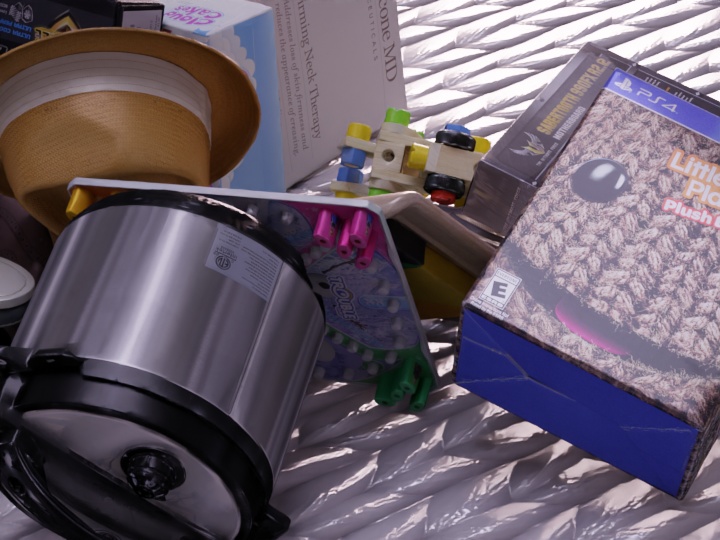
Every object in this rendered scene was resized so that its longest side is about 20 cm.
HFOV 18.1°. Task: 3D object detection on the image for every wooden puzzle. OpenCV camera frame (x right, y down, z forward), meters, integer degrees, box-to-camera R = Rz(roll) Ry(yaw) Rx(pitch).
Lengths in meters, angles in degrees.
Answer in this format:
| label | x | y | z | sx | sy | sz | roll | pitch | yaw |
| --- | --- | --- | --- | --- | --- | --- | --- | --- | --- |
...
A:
| label | x | y | z | sx | sy | sz | roll | pitch | yaw |
| --- | --- | --- | --- | --- | --- | --- | --- | --- | --- |
| wooden puzzle | 0.000 | 0.000 | 1.439 | 0.185 | 0.037 | 0.200 | -6 | -19 | 33 |

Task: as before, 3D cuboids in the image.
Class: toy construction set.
| label | x | y | z | sx | sy | sz | roll | pitch | yaw |
| --- | --- | --- | --- | --- | --- | --- | --- | --- | --- |
| toy construction set | 0.082 | -0.067 | 1.633 | 0.200 | 0.092 | 0.131 | -1 | -9 | -7 |

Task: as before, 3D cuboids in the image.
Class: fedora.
| label | x | y | z | sx | sy | sz | roll | pitch | yaw |
| --- | --- | --- | --- | --- | --- | --- | --- | --- | --- |
| fedora | -0.158 | -0.070 | 1.422 | 0.200 | 0.201 | 0.082 | -8 | 56 | -4 |

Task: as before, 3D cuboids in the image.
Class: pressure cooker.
| label | x | y | z | sx | sy | sz | roll | pitch | yaw |
| --- | --- | --- | --- | --- | --- | --- | --- | --- | --- |
| pressure cooker | -0.125 | 0.075 | 1.301 | 0.176 | 0.179 | 0.200 | 6 | 52 | 14 |

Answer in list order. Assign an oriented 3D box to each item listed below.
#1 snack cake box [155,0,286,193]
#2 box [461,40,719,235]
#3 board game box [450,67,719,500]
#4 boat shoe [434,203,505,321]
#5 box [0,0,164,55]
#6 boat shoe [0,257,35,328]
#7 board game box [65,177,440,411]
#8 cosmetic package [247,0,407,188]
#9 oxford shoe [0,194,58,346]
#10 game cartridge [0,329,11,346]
| label | x | y | z | sx | sy | sz | roll | pitch | yaw |
| --- | --- | --- | --- | --- | --- | --- | --- | --- | --- |
| snack cake box | -0.117 | -0.095 | 1.596 | 0.115 | 0.200 | 0.067 | 20 | 35 | 38 |
| box | 0.181 | -0.066 | 1.532 | 0.158 | 0.048 | 0.200 | 26 | 38 | 13 |
| board game box | 0.172 | 0.006 | 1.363 | 0.159 | 0.097 | 0.200 | 27 | 62 | 13 |
| boat shoe | 0.088 | -0.003 | 1.546 | 0.200 | 0.075 | 0.073 | 23 | 29 | 26 |
| box | -0.231 | -0.109 | 1.581 | 0.200 | 0.199 | 0.050 | 20 | 16 | 37 |
| boat shoe | -0.293 | 0.029 | 1.467 | 0.200 | 0.062 | 0.073 | -1 | 24 | 24 |
| board game box | -0.065 | 0.019 | 1.405 | 0.200 | 0.200 | 0.026 | 5 | 56 | 18 |
| cosmetic package | -0.093 | -0.175 | 1.769 | 0.166 | 0.167 | 0.200 | 17 | 37 | 36 |
| oxford shoe | -0.227 | 0.014 | 1.493 | 0.072 | 0.071 | 0.200 | -9 | 51 | -23 |
| game cartridge | -0.266 | 0.029 | 1.575 | 0.130 | 0.038 | 0.200 | 7 | 31 | 30 |
